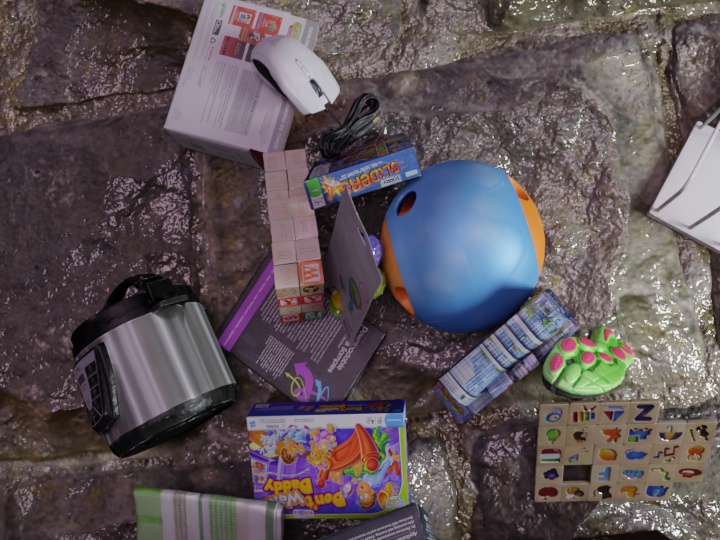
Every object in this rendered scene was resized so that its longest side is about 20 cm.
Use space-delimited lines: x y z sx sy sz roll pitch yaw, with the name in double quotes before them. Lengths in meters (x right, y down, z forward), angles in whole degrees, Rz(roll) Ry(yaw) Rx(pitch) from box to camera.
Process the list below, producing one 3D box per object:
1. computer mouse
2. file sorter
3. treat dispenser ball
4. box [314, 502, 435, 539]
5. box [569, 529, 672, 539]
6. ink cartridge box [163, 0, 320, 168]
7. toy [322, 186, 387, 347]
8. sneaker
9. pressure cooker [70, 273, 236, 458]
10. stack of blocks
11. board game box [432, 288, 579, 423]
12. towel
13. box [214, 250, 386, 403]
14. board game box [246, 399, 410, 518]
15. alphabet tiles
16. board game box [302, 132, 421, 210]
"computer mouse" -0.068 -0.237 0.853 0.109 0.044 0.200 -41 77 -18
"file sorter" 0.483 -0.094 0.807 0.197 0.125 0.141 30 85 12
"treat dispenser ball" 0.120 -0.028 0.806 0.195 0.201 0.207 -1 80 7
"box" 0.007 0.386 0.740 0.196 0.105 0.186 -20 62 3
"box" 0.269 0.395 0.733 0.195 0.166 0.169 -8 79 7
"ink cartridge box" -0.155 -0.258 0.941 0.171 0.084 0.205 16 83 8
"toy" 0.000 0.000 0.797 0.046 0.201 0.117 -13 67 -21
"sneaker" 0.258 0.121 0.773 0.077 0.198 0.085 44 116 28
"pressure cooker" -0.266 0.110 0.849 0.173 0.179 0.204 -26 81 -2
"stack of blocks" -0.086 -0.051 0.857 0.057 0.116 0.205 -6 66 -6
"board game box" 0.166 0.110 0.803 0.200 0.199 0.062 -44 76 13
"towel" -0.190 0.348 0.852 0.194 0.031 0.153 4 103 11
"box" -0.082 0.090 0.898 0.198 0.036 0.144 34 86 13
"board game box" -0.037 0.237 0.841 0.194 0.045 0.138 -3 100 7
"alphabet tiles" 0.304 0.213 0.782 0.194 0.008 0.170 -3 124 7
"board game box" 0.001 -0.129 0.842 0.132 0.200 0.035 -17 105 5
